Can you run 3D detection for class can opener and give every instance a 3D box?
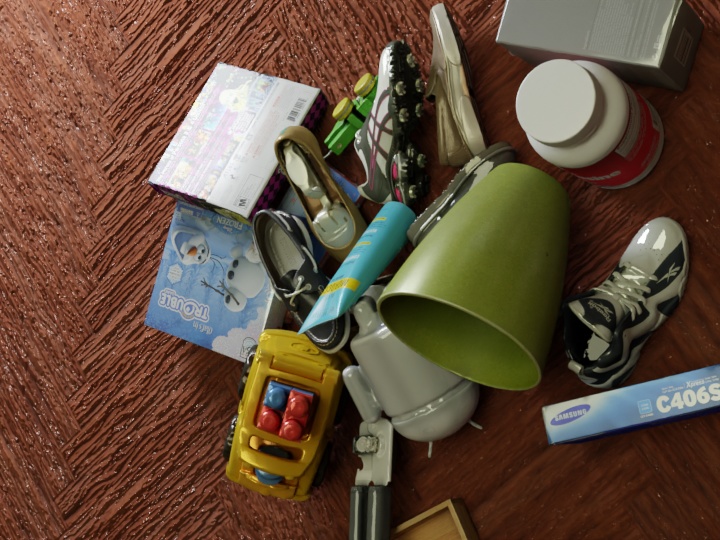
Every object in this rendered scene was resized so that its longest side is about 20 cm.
[{"bbox_3d":[0.021,0.271,1.382,0.052,0.066,0.202,-10,68,40],"label":"can opener"}]

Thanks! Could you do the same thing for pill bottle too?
[{"bbox_3d":[0.242,-0.157,1.243,0.112,0.200,0.113,-4,81,30],"label":"pill bottle"}]

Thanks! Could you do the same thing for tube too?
[{"bbox_3d":[0.000,0.000,1.371,0.050,0.200,0.077,44,144,-10],"label":"tube"}]

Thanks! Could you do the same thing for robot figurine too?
[{"bbox_3d":[0.064,0.111,1.349,0.169,0.113,0.201,-27,93,12],"label":"robot figurine"}]

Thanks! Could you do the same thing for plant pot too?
[{"bbox_3d":[0.142,-0.008,1.241,0.186,0.187,0.201,15,66,31],"label":"plant pot"}]

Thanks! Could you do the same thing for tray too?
[{"bbox_3d":[0.053,0.357,1.388,0.199,0.037,0.099,-32,68,23],"label":"tray"}]

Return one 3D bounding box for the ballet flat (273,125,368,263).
[{"bbox_3d":[-0.051,-0.085,1.452,0.068,0.063,0.201,-31,91,19],"label":"ballet flat"}]

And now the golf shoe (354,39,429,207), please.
[{"bbox_3d":[0.030,-0.176,1.418,0.088,0.077,0.202,5,103,30],"label":"golf shoe"}]

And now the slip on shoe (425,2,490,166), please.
[{"bbox_3d":[0.104,-0.221,1.408,0.060,0.076,0.202,-16,83,16],"label":"slip on shoe"}]

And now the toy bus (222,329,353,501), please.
[{"bbox_3d":[-0.090,0.185,1.386,0.135,0.192,0.202,16,95,-1],"label":"toy bus"}]

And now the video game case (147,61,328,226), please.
[{"bbox_3d":[-0.162,-0.169,1.543,0.180,0.036,0.201,19,73,31],"label":"video game case"}]

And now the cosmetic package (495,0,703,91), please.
[{"bbox_3d":[0.264,-0.264,1.299,0.199,0.107,0.091,20,94,29],"label":"cosmetic package"}]

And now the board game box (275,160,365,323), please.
[{"bbox_3d":[-0.078,-0.043,1.525,0.103,0.019,0.201,39,104,30],"label":"board game box"}]

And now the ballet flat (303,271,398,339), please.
[{"bbox_3d":[-0.007,0.045,1.440,0.199,0.072,0.068,-18,75,28],"label":"ballet flat"}]

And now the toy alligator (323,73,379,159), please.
[{"bbox_3d":[-0.009,-0.188,1.485,0.200,0.059,0.054,-47,20,19],"label":"toy alligator"}]

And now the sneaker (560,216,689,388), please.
[{"bbox_3d":[0.275,0.032,1.241,0.079,0.129,0.200,37,103,27],"label":"sneaker"}]

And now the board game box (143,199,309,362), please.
[{"bbox_3d":[-0.178,0.004,1.542,0.199,0.043,0.201,16,92,32],"label":"board game box"}]

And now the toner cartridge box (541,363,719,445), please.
[{"bbox_3d":[0.301,0.142,1.232,0.199,0.095,0.044,-18,74,27],"label":"toner cartridge box"}]

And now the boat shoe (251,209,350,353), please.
[{"bbox_3d":[-0.075,0.009,1.412,0.074,0.060,0.201,-34,62,22],"label":"boat shoe"}]

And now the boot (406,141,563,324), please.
[{"bbox_3d":[0.168,-0.022,1.347,0.182,0.072,0.200,-49,61,16],"label":"boot"}]
